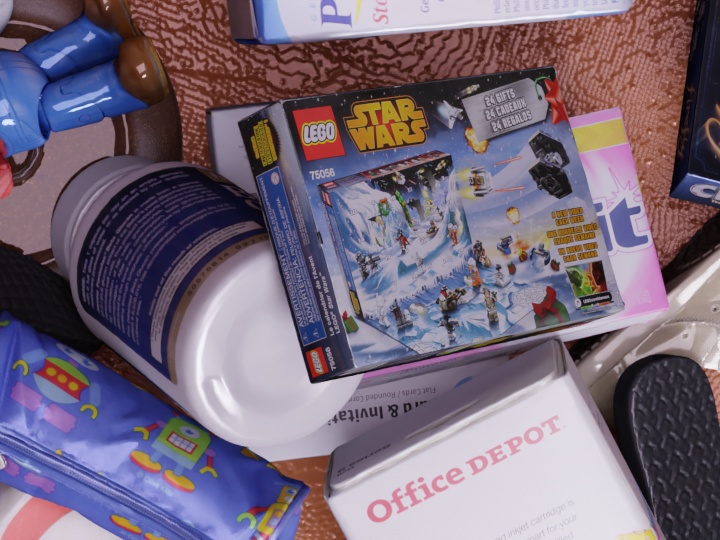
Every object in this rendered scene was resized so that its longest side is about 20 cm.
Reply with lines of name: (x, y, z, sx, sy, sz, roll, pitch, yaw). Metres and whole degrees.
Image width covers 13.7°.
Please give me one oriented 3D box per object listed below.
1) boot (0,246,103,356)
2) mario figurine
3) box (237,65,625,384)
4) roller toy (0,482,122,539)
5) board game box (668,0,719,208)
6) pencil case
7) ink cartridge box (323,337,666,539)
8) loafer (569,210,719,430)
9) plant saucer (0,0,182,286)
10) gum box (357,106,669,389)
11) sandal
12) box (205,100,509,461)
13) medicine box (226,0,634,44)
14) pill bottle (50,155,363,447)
boot: (-0.241, 0.053, 1.609, 0.200, 0.070, 0.132, 10, 125, -47)
mario figurine: (-0.206, -0.089, 1.588, 0.199, 0.123, 0.106, -29, 110, -7)
box: (0.039, -0.026, 1.524, 0.199, 0.040, 0.138, -10, 82, -43)
roller toy: (-0.130, 0.181, 1.640, 0.182, 0.140, 0.201, -31, 87, -8)
board game box: (0.252, -0.121, 1.671, 0.135, 0.035, 0.201, 13, 68, -8)
pencil case: (-0.126, 0.099, 1.534, 0.199, 0.087, 0.078, 29, 117, -2)
ink cartridge box: (0.089, 0.159, 1.589, 0.145, 0.088, 0.201, -28, 102, 7)
loafer: (0.201, 0.021, 1.701, 0.200, 0.076, 0.068, -39, 99, 7)
plant saucer: (-0.198, -0.070, 1.666, 0.199, 0.037, 0.201, 0, 95, -5)
gum box: (0.056, -0.008, 1.632, 0.199, 0.066, 0.114, -13, 83, -6)
sandal: (0.175, 0.146, 1.673, 0.075, 0.048, 0.201, -7, 94, -27)
box: (0.000, 0.000, 1.691, 0.155, 0.041, 0.201, -6, 96, -6)
medicine box: (0.030, -0.179, 1.607, 0.199, 0.182, 0.103, -6, 95, -6)
pill bottle: (-0.086, 0.007, 1.580, 0.111, 0.200, 0.112, -12, 116, -27)
